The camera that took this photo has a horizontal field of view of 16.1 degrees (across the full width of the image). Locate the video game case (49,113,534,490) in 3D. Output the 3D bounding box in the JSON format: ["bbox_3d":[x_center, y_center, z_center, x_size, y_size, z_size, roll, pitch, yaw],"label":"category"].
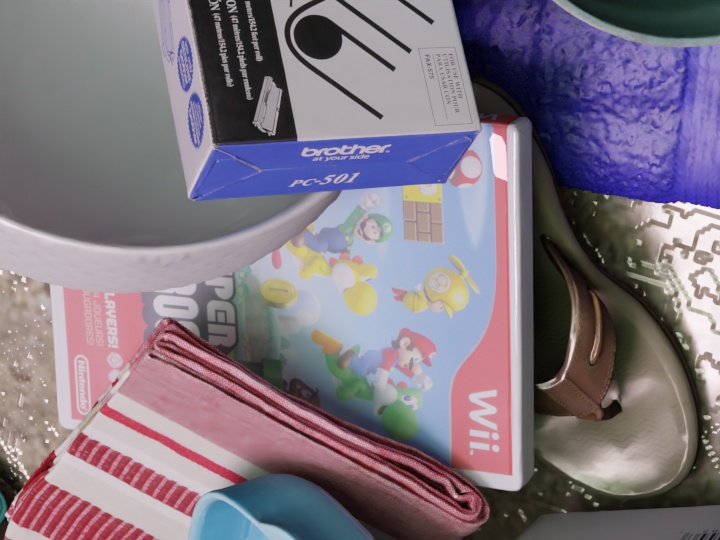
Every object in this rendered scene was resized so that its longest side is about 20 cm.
[{"bbox_3d":[-0.030,0.004,0.975,0.200,0.017,0.143,6,109,23],"label":"video game case"}]

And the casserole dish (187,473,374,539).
[{"bbox_3d":[-0.016,0.147,0.977,0.121,0.039,0.200,44,152,20],"label":"casserole dish"}]

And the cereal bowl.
[{"bbox_3d":[-0.090,-0.077,0.907,0.200,0.200,0.083,42,153,8],"label":"cereal bowl"}]

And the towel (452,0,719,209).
[{"bbox_3d":[0.126,-0.092,0.954,0.200,0.050,0.148,12,106,19],"label":"towel"}]

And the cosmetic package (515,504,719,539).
[{"bbox_3d":[0.154,0.196,0.932,0.199,0.123,0.200,-6,100,23],"label":"cosmetic package"}]

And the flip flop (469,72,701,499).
[{"bbox_3d":[0.065,0.014,0.979,0.081,0.058,0.200,-19,117,22],"label":"flip flop"}]

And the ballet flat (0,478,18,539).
[{"bbox_3d":[-0.163,0.132,1.124,0.200,0.068,0.075,41,136,15],"label":"ballet flat"}]

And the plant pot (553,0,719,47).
[{"bbox_3d":[0.092,-0.191,0.859,0.134,0.200,0.200,41,123,55],"label":"plant pot"}]

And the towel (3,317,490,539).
[{"bbox_3d":[-0.052,0.097,1.015,0.144,0.023,0.200,29,146,-10],"label":"towel"}]

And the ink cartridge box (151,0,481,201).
[{"bbox_3d":[-0.028,-0.125,0.873,0.044,0.094,0.200,123,138,-61],"label":"ink cartridge box"}]
